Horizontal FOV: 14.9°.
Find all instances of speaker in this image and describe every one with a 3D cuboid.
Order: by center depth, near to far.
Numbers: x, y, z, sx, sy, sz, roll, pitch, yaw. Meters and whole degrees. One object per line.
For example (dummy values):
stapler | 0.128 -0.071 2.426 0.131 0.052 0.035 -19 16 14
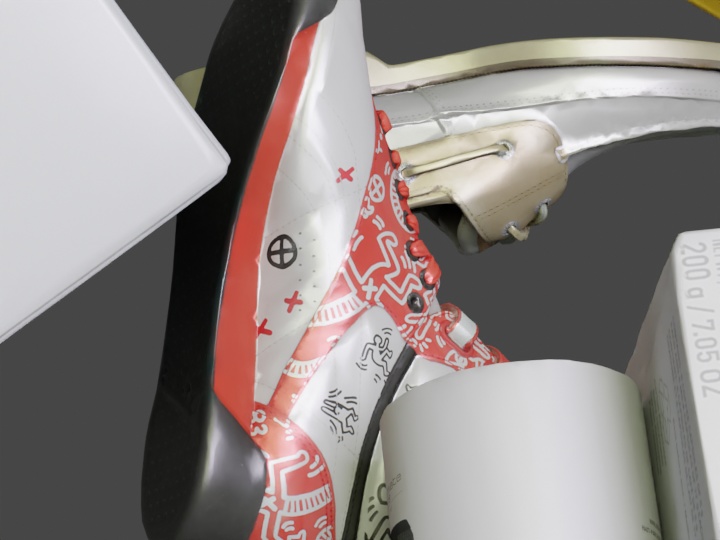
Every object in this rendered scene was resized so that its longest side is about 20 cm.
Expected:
speaker | 0.053 0.129 0.774 0.081 0.081 0.201 -5 67 -2

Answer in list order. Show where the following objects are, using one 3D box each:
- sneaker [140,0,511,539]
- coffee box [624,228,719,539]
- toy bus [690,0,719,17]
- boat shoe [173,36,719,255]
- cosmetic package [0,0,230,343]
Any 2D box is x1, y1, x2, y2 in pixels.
sneaker | -0.001 0.001 0.874 0.107 0.067 0.202 15 77 -25
coffee box | 0.188 0.105 0.808 0.197 0.200 0.201 -5 69 -3
toy bus | 0.174 -0.204 0.921 0.135 0.192 0.200 31 64 13
boat shoe | 0.038 -0.040 0.937 0.199 0.075 0.069 -5 85 -3
cosmetic package | -0.154 -0.080 0.838 0.123 0.200 0.200 -37 99 -7
